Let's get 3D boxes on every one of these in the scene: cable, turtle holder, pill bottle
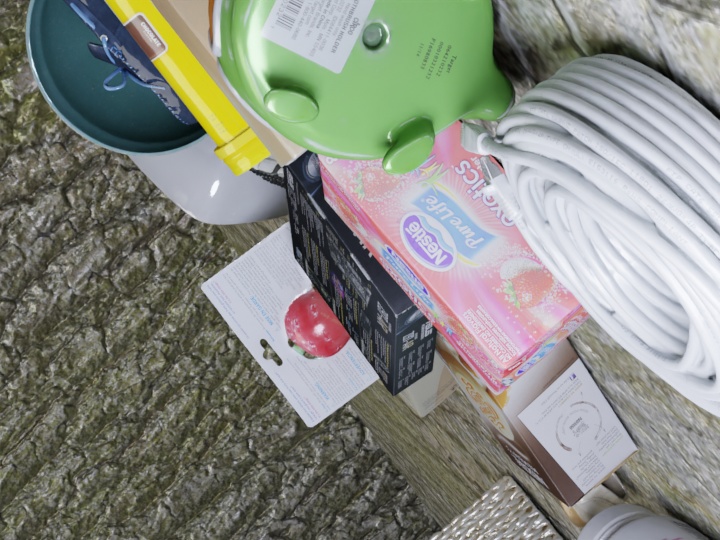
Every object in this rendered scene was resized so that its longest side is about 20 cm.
[{"bbox_3d":[0.149,-0.013,0.720,0.200,0.069,0.200,52,172,-12],"label":"cable"},{"bbox_3d":[0.005,-0.138,0.800,0.132,0.184,0.142,-143,47,-58],"label":"turtle holder"},{"bbox_3d":[0.262,0.273,1.230,0.114,0.113,0.200,53,172,-19],"label":"pill bottle"}]

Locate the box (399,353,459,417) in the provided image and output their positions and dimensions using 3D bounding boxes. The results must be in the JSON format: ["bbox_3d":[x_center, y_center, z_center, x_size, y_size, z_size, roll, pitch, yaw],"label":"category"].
[{"bbox_3d":[0.054,0.079,1.664,0.095,0.078,0.200,47,172,25],"label":"box"}]

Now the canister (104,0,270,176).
[{"bbox_3d":[-0.119,-0.194,1.191,0.200,0.086,0.149,52,-154,-12],"label":"canister"}]

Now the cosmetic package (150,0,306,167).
[{"bbox_3d":[-0.077,-0.186,1.085,0.200,0.105,0.071,50,172,-6],"label":"cosmetic package"}]

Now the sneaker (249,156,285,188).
[{"bbox_3d":[-0.022,-0.102,1.292,0.199,0.080,0.074,21,174,39],"label":"sneaker"}]

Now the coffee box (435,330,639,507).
[{"bbox_3d":[0.133,0.088,1.236,0.200,0.080,0.114,54,172,-24],"label":"coffee box"}]

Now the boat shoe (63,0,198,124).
[{"bbox_3d":[-0.199,-0.203,1.243,0.201,0.068,0.084,55,-162,2],"label":"boat shoe"}]

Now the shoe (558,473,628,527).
[{"bbox_3d":[0.181,0.148,1.377,0.053,0.070,0.201,-26,102,38],"label":"shoe"}]

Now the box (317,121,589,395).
[{"bbox_3d":[0.068,-0.023,1.035,0.200,0.095,0.103,49,171,12],"label":"box"}]

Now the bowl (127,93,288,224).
[{"bbox_3d":[-0.133,-0.139,1.460,0.200,0.199,0.075,45,127,28],"label":"bowl"}]

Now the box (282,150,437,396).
[{"bbox_3d":[0.000,0.000,1.196,0.161,0.043,0.200,54,167,19],"label":"box"}]

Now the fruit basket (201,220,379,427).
[{"bbox_3d":[-0.019,0.022,1.382,0.186,0.199,0.094,53,-173,-23],"label":"fruit basket"}]

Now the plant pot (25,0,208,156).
[{"bbox_3d":[-0.187,-0.220,1.341,0.201,0.200,0.134,52,-161,-14],"label":"plant pot"}]

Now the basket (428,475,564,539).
[{"bbox_3d":[0.185,0.415,2.058,0.161,0.198,0.200,50,173,16],"label":"basket"}]
